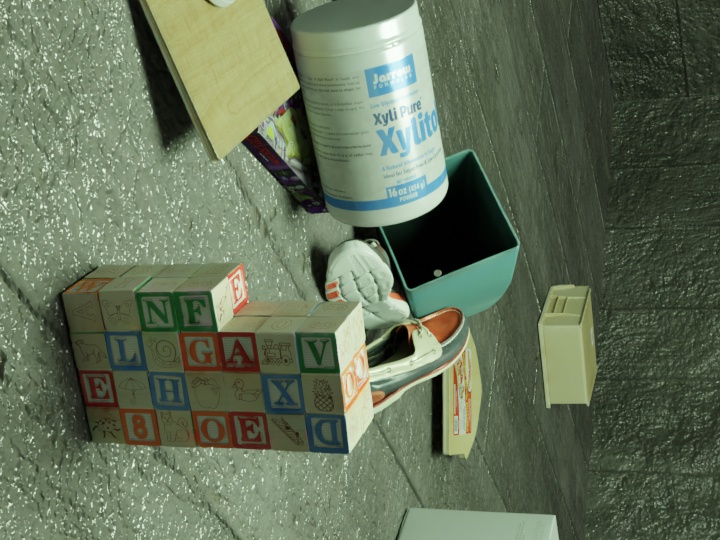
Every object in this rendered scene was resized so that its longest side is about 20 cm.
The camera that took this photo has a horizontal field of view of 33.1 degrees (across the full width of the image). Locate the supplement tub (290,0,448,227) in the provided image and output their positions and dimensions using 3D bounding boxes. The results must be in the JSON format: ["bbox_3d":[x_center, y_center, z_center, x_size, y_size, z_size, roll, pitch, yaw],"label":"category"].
[{"bbox_3d":[0.011,-0.158,1.197,0.132,0.130,0.202,-60,143,-56],"label":"supplement tub"}]

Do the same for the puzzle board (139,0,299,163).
[{"bbox_3d":[-0.118,-0.193,1.027,0.152,0.017,0.200,66,25,-18],"label":"puzzle board"}]

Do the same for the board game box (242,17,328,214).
[{"bbox_3d":[-0.068,-0.148,1.206,0.200,0.032,0.122,45,43,-64],"label":"board game box"}]

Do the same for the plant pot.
[{"bbox_3d":[0.102,-0.017,1.472,0.200,0.140,0.142,76,-9,-64],"label":"plant pot"}]

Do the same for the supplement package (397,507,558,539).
[{"bbox_3d":[0.149,0.388,1.539,0.120,0.198,0.122,-62,146,-54],"label":"supplement package"}]

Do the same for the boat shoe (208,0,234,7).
[{"bbox_3d":[-0.109,-0.324,1.006,0.071,0.069,0.203,-1,86,-68],"label":"boat shoe"}]

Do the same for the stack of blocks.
[{"bbox_3d":[-0.097,0.058,0.837,0.059,0.198,0.117,-47,134,-63],"label":"stack of blocks"}]

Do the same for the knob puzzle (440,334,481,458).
[{"bbox_3d":[0.144,0.179,1.799,0.219,0.030,0.223,-2,90,-71],"label":"knob puzzle"}]

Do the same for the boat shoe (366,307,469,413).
[{"bbox_3d":[0.050,0.091,1.379,0.199,0.071,0.063,-32,128,-30],"label":"boat shoe"}]

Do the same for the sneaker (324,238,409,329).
[{"bbox_3d":[0.000,0.000,1.354,0.200,0.076,0.083,62,14,-64],"label":"sneaker"}]

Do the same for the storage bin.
[{"bbox_3d":[0.451,0.159,2.615,0.199,0.093,0.202,-57,141,-60],"label":"storage bin"}]
